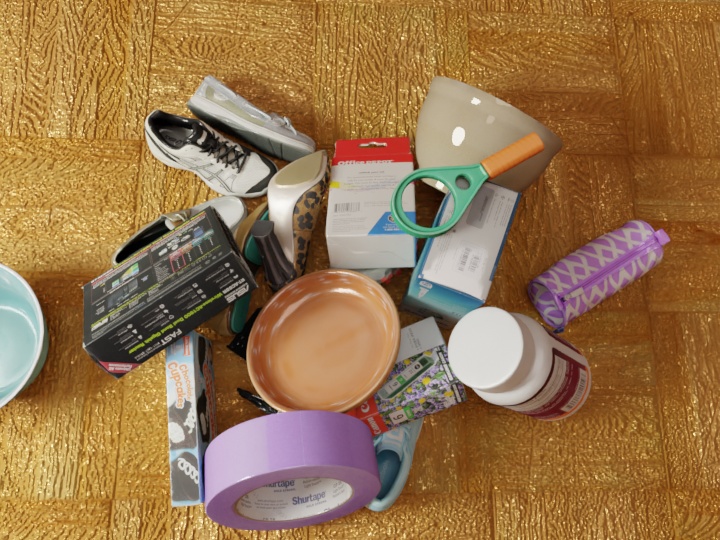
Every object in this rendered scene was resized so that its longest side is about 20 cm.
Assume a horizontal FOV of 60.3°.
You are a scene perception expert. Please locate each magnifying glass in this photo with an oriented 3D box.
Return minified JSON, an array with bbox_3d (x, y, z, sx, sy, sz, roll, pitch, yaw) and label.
[{"bbox_3d":[0.125,-0.105,0.718,0.200,0.022,0.080,-29,79,-12],"label":"magnifying glass"}]

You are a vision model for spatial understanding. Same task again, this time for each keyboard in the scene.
[{"bbox_3d":[-0.097,0.135,0.801,0.200,0.021,0.127,26,71,32],"label":"keyboard"}]

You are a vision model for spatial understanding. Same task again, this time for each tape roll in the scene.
[{"bbox_3d":[-0.079,0.238,0.724,0.200,0.200,0.066,-6,52,-6],"label":"tape roll"}]

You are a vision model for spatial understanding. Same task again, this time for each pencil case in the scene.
[{"bbox_3d":[0.334,0.003,0.882,0.200,0.086,0.084,-32,79,-12],"label":"pencil case"}]

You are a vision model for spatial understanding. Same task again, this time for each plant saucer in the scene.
[{"bbox_3d":[-0.044,0.092,0.775,0.200,0.037,0.200,-9,56,13],"label":"plant saucer"}]

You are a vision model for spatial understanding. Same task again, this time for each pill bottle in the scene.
[{"bbox_3d":[0.200,0.118,0.773,0.114,0.200,0.114,-17,61,34],"label":"pill bottle"}]

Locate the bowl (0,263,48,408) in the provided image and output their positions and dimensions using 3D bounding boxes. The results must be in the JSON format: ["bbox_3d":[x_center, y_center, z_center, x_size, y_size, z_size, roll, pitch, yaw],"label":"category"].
[{"bbox_3d":[-0.481,0.093,0.777,0.200,0.105,0.201,1,75,-5],"label":"bowl"}]

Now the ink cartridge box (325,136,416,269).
[{"bbox_3d":[0.017,-0.098,0.856,0.116,0.067,0.200,-1,49,4],"label":"ink cartridge box"}]

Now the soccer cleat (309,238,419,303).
[{"bbox_3d":[0.000,0.000,0.864,0.200,0.069,0.078,-42,80,-10],"label":"soccer cleat"}]

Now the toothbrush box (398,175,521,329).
[{"bbox_3d":[0.122,-0.017,0.809,0.085,0.200,0.147,22,74,1],"label":"toothbrush box"}]

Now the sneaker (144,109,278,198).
[{"bbox_3d":[-0.212,-0.164,0.874,0.200,0.088,0.076,19,73,-2],"label":"sneaker"}]

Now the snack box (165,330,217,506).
[{"bbox_3d":[-0.208,0.181,0.773,0.037,0.116,0.200,-6,77,-3],"label":"snack box"}]

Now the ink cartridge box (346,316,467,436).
[{"bbox_3d":[0.023,0.147,0.793,0.200,0.050,0.109,-22,45,3],"label":"ink cartridge box"}]

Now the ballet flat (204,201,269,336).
[{"bbox_3d":[-0.169,-0.010,0.853,0.063,0.069,0.200,11,72,20],"label":"ballet flat"}]

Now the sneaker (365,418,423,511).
[{"bbox_3d":[0.047,0.213,0.805,0.074,0.082,0.200,11,75,-3],"label":"sneaker"}]

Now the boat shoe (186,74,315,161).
[{"bbox_3d":[-0.152,-0.219,0.901,0.202,0.074,0.065,25,80,8],"label":"boat shoe"}]

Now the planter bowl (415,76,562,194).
[{"bbox_3d":[0.158,-0.160,0.865,0.200,0.200,0.135,28,100,2],"label":"planter bowl"}]

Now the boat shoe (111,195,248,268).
[{"bbox_3d":[-0.244,-0.045,0.851,0.200,0.068,0.075,-34,81,-12],"label":"boat shoe"}]

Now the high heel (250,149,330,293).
[{"bbox_3d":[-0.084,-0.065,0.869,0.071,0.143,0.200,12,52,22],"label":"high heel"}]

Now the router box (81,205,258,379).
[{"bbox_3d":[-0.236,0.020,0.755,0.200,0.150,0.062,-33,125,-4],"label":"router box"}]
